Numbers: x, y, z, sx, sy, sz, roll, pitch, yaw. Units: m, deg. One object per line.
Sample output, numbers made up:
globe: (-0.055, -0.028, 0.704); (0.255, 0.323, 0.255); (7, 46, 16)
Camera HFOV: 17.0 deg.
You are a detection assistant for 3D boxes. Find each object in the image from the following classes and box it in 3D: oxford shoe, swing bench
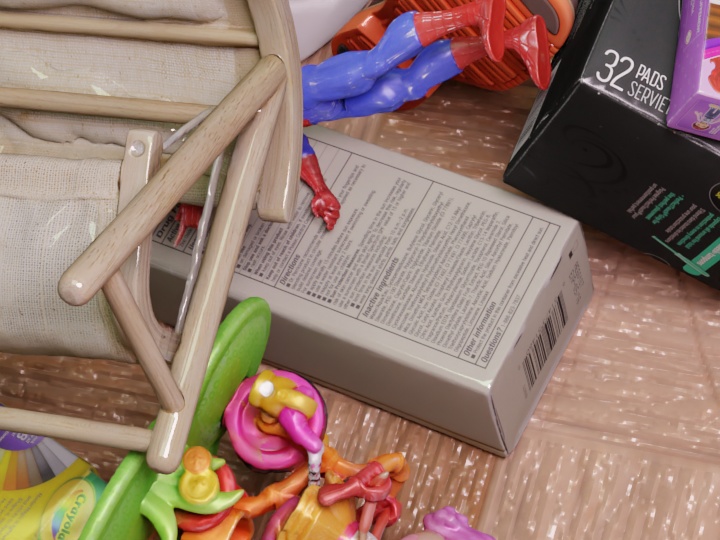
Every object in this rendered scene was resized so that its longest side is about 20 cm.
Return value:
oxford shoe: (0.053, -0.132, 1.163); (0.073, 0.071, 0.200); (-49, 18, -19)
swing bench: (-0.146, -0.039, 1.034); (0.198, 0.130, 0.201); (7, 52, 23)

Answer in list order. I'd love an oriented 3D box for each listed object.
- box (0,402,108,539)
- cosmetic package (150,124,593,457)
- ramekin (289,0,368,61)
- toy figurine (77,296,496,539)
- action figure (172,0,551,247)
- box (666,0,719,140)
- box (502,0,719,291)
box: (-0.209, 0.110, 1.155); (0.200, 0.048, 0.117); (31, 71, 29)
cosmetic package: (0.000, 0.000, 1.153); (0.199, 0.073, 0.104); (21, 66, 23)
ramekin: (-0.052, -0.189, 1.207); (0.098, 0.201, 0.200); (41, 76, 21)
toy figurine: (-0.012, 0.137, 1.050); (0.183, 0.150, 0.201); (25, 75, 12)
action figure: (-0.014, -0.058, 1.098); (0.199, 0.065, 0.099); (-9, 69, 33)
box: (0.234, -0.103, 1.012); (0.199, 0.039, 0.137); (14, 69, -10)
box: (0.191, -0.075, 1.081); (0.199, 0.124, 0.149); (26, 68, -4)
